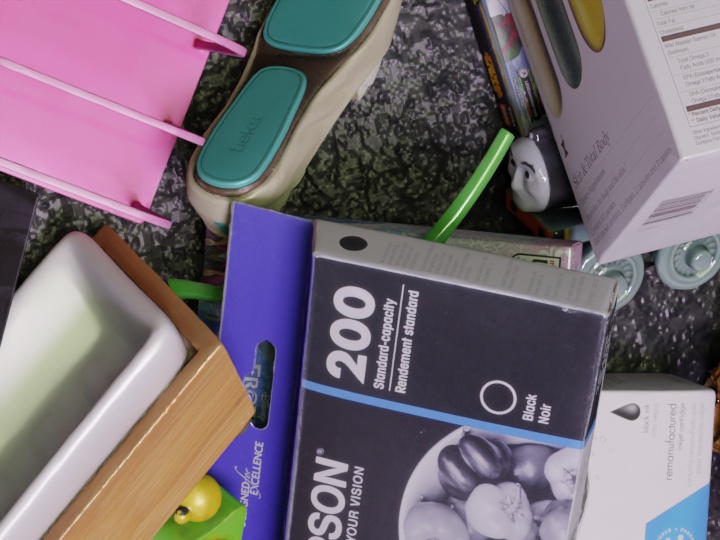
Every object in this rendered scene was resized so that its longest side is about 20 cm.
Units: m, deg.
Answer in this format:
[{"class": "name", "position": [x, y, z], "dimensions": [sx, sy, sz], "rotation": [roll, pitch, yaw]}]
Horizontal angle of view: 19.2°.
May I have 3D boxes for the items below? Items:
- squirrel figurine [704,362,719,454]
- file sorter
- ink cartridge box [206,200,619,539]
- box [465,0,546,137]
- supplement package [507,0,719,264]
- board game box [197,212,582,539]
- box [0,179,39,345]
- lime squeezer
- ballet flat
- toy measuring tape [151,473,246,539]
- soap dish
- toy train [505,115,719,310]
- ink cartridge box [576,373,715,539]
[{"class": "squirrel figurine", "position": [0.284, 0.114, 1.193], "dimensions": [0.141, 0.187, 0.200], "rotation": [-38, 75, 15]}, {"class": "file sorter", "position": [-0.127, -0.135, 1.061], "dimensions": [0.138, 0.125, 0.201], "rotation": [21, 91, -18]}, {"class": "ink cartridge box", "position": [0.015, 0.080, 1.055], "dimensions": [0.199, 0.043, 0.199], "rotation": [12, 116, 12]}, {"class": "box", "position": [0.117, -0.190, 1.171], "dimensions": [0.136, 0.040, 0.201], "rotation": [-21, 103, -12]}, {"class": "supplement package", "position": [0.171, -0.134, 1.058], "dimensions": [0.150, 0.152, 0.201], "rotation": [-14, 74, -14]}, {"class": "board game box", "position": [0.010, 0.075, 1.125], "dimensions": [0.198, 0.043, 0.201], "rotation": [5, 97, 12]}, {"class": "box", "position": [-0.267, -0.009, 1.046], "dimensions": [0.199, 0.036, 0.144], "rotation": [21, 54, -19]}, {"class": "lime squeezer", "position": [0.000, 0.000, 1.086], "dimensions": [0.199, 0.071, 0.038], "rotation": [-24, 147, 16]}, {"class": "ballet flat", "position": [-0.029, -0.097, 1.123], "dimensions": [0.069, 0.069, 0.200], "rotation": [41, 63, -17]}, {"class": "toy measuring tape", "position": [-0.103, 0.189, 1.110], "dimensions": [0.073, 0.074, 0.201], "rotation": [1, 123, -16]}, {"class": "soap dish", "position": [-0.152, 0.090, 1.069], "dimensions": [0.200, 0.157, 0.081], "rotation": [-50, 125, -1]}, {"class": "toy train", "position": [0.168, -0.052, 1.169], "dimensions": [0.199, 0.085, 0.114], "rotation": [-15, 121, -16]}, {"class": "ink cartridge box", "position": [0.092, 0.119, 1.189], "dimensions": [0.199, 0.067, 0.117], "rotation": [0, 97, -16]}]
